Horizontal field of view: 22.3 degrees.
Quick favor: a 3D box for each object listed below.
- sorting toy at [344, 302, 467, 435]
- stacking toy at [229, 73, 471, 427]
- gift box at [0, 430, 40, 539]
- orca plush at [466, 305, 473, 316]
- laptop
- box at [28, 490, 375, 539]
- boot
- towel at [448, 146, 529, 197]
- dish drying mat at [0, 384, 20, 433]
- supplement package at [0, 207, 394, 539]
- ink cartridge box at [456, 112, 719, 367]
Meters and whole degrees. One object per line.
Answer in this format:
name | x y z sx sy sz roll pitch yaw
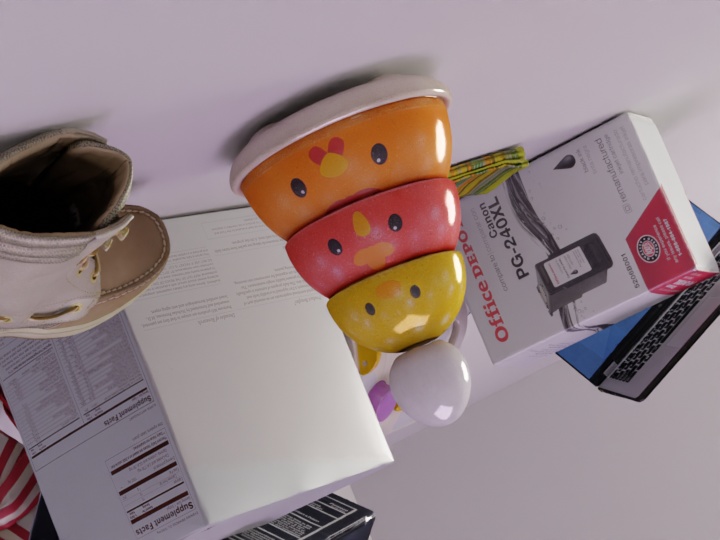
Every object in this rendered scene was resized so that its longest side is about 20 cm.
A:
sorting toy | 0.017 0.084 1.537 0.179 0.107 0.201 -7 121 -48
stacking toy | 0.020 -0.004 1.095 0.145 0.201 0.146 -23 171 -4
gift box | -0.338 0.224 1.493 0.185 0.199 0.187 -64 -167 -24
orca plush | 0.073 0.047 1.671 0.104 0.201 0.071 13 154 19
laptop | 0.240 0.002 1.600 0.187 0.116 0.200 -48 -174 -4
box | -0.124 0.223 1.419 0.199 0.124 0.198 22 -166 20
boot | -0.156 -0.021 0.986 0.199 0.073 0.154 -14 165 -43
towel | 0.033 -0.051 1.433 0.199 0.018 0.086 -18 169 -27
dish drying mat | -0.170 0.103 1.328 0.199 0.077 0.018 5 119 -46
supplement package | -0.118 0.081 1.240 0.147 0.201 0.191 -30 168 39
ink cartridge box | 0.179 -0.022 1.547 0.199 0.146 0.083 -27 168 22
